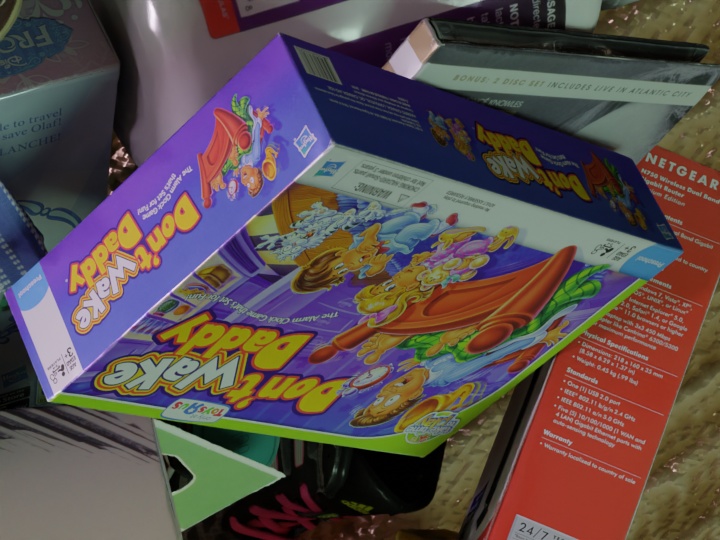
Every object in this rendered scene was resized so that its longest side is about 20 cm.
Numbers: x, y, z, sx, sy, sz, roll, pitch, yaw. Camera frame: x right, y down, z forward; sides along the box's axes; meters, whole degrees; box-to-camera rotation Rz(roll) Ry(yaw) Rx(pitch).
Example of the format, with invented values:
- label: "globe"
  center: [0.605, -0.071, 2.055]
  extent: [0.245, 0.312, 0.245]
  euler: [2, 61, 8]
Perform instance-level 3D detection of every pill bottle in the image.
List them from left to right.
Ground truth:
- label: "pill bottle"
  center: [0.005, -0.105, 0.830]
  extent: [0.199, 0.113, 0.113]
  euler: [-19, 137, -18]

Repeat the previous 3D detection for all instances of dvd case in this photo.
- label: "dvd case"
  center: [0.022, -0.016, 0.862]
  extent: [0.148, 0.016, 0.200]
  euler: [0, 142, -44]

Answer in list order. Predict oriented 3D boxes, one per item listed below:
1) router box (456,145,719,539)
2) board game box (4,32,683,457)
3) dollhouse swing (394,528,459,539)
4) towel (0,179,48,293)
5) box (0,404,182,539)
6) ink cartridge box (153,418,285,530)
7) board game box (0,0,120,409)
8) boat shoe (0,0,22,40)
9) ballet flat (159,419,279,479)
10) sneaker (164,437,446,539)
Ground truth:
- label: "router box"
  center: [0.086, 0.066, 0.962]
  extent: [0.200, 0.049, 0.180]
  euler: [106, 6, -71]
- label: "board game box"
  center: [0.000, 0.000, 0.801]
  extent: [0.134, 0.045, 0.200]
  euler: [-41, 149, 26]
- label: "dollhouse swing"
  center: [-0.068, 0.178, 1.060]
  extent: [0.200, 0.175, 0.182]
  euler: [27, 81, -76]
- label: "towel"
  center: [-0.210, 0.003, 0.747]
  extent: [0.200, 0.024, 0.145]
  euler: [-26, 149, 1]
- label: "box"
  center: [-0.166, 0.099, 0.805]
  extent: [0.199, 0.069, 0.082]
  euler: [-4, 141, -18]
- label: "ink cartridge box"
  center: [-0.149, 0.095, 0.923]
  extent: [0.200, 0.048, 0.145]
  euler: [-32, 154, 14]
- label: "board game box"
  center: [-0.188, 0.002, 0.833]
  extent: [0.199, 0.043, 0.199]
  euler: [-16, 149, -21]
- label: "boat shoe"
  center: [-0.195, -0.072, 0.701]
  extent: [0.199, 0.072, 0.072]
  euler: [-11, 92, -15]
- label: "ballet flat"
  center: [-0.056, 0.007, 0.927]
  extent: [0.068, 0.068, 0.200]
  euler: [-15, 145, -27]
- label: "sneaker"
  center: [-0.018, 0.084, 1.018]
  extent: [0.074, 0.088, 0.200]
  euler: [24, 114, -45]
